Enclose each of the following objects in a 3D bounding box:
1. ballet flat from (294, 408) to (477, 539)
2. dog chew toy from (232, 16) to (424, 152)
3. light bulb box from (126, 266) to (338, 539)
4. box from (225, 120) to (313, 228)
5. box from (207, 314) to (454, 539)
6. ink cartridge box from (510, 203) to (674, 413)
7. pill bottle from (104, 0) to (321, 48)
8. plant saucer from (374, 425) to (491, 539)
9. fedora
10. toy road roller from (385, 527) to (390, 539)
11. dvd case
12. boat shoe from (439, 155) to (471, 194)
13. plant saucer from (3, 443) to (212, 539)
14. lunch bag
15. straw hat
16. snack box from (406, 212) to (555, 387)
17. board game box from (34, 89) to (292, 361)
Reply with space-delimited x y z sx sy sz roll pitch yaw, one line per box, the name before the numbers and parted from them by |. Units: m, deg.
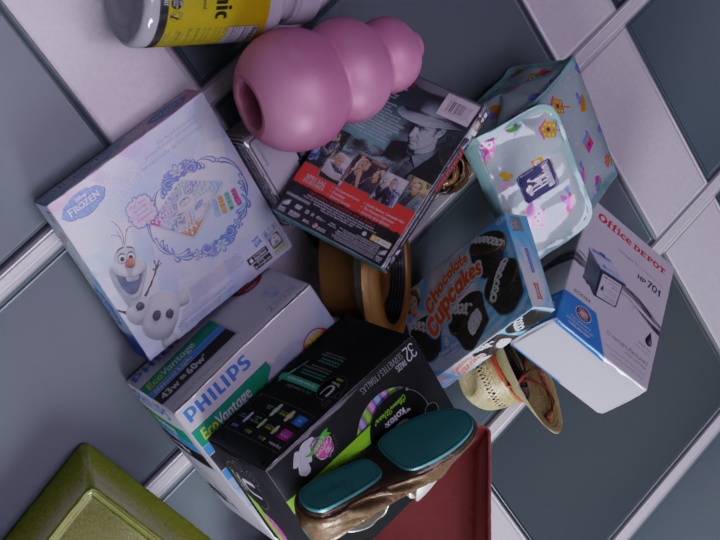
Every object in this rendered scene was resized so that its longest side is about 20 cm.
ballet flat | 0.026 0.200 1.336 0.200 0.068 0.072 -29 135 -26
dog chew toy | -0.025 -0.197 1.412 0.200 0.124 0.125 -24 112 -23
light bulb box | -0.101 0.136 1.497 0.198 0.125 0.200 -44 120 -18
box | -0.040 -0.152 1.516 0.200 0.060 0.117 -42 119 -19
box | -0.020 0.169 1.407 0.200 0.124 0.149 -42 119 -21
ink cartridge box | 0.272 0.039 1.644 0.146 0.086 0.200 37 49 -16
pill bottle | -0.143 -0.280 1.394 0.200 0.111 0.112 -10 105 -32
plant saucer | 0.042 0.242 1.541 0.199 0.200 0.037 4 128 2
fedora | 0.000 0.000 1.529 0.201 0.082 0.201 -1 90 -76
toy road roller | -0.025 0.328 1.602 0.200 0.146 0.123 -19 123 11
dvd case | 0.021 -0.111 1.447 0.200 0.146 0.022 -58 154 -10
boat shoe | 0.079 -0.110 1.553 0.072 0.068 0.200 -56 153 10
plant saucer | -0.263 0.312 1.428 0.200 0.048 0.200 39 77 -8
lunch bag | 0.196 -0.125 1.606 0.200 0.122 0.171 -49 123 -45
straw hat | 0.160 0.119 1.679 0.085 0.201 0.201 -24 119 18
snack box | 0.125 0.036 1.560 0.037 0.200 0.116 6 58 -35
board game box | -0.196 -0.047 1.447 0.200 0.043 0.199 -39 118 -20
